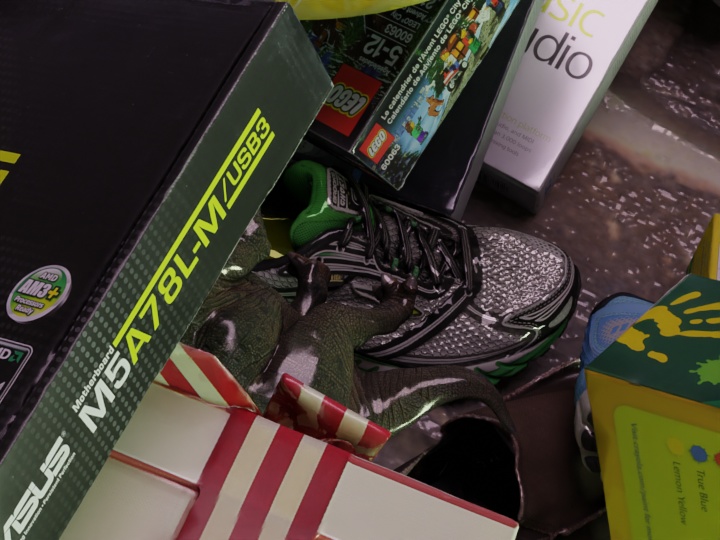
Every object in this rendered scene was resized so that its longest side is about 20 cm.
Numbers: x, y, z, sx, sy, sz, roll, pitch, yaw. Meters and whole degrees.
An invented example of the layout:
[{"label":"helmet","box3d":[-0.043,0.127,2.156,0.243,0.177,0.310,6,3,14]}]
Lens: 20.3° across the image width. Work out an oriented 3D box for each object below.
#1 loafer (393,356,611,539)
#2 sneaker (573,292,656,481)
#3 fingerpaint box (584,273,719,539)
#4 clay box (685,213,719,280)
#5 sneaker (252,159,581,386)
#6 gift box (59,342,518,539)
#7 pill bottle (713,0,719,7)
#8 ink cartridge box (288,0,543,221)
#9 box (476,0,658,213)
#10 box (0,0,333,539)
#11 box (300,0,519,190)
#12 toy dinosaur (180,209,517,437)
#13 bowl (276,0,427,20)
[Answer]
[{"label":"loafer","box3d":[0.061,0.087,0.796,0.073,0.071,0.199,42,53,20]},{"label":"sneaker","box3d":[0.181,0.040,0.803,0.198,0.079,0.090,7,45,-11]},{"label":"fingerpaint box","box3d":[0.174,0.116,0.681,0.166,0.201,0.073,15,39,40]},{"label":"clay box","box3d":[0.192,0.075,0.858,0.114,0.048,0.201,16,50,-2]},{"label":"sneaker","box3d":[0.000,0.000,0.844,0.198,0.085,0.078,3,50,-13]},{"label":"gift box","box3d":[-0.069,0.136,0.648,0.199,0.185,0.187,25,51,2]},{"label":"pill bottle","box3d":[0.160,-0.229,1.060,0.112,0.113,0.200,-24,60,-30]},{"label":"ink cartridge box","box3d":[0.031,-0.124,0.921,0.099,0.039,0.201,18,75,8]},{"label":"box","box3d":[0.070,-0.147,0.963,0.144,0.036,0.201,28,76,9]},{"label":"box","box3d":[-0.135,-0.011,0.632,0.199,0.048,0.194,12,62,35]},{"label":"box","box3d":[-0.017,-0.133,0.881,0.200,0.038,0.137,31,86,45]},{"label":"toy dinosaur","box3d":[-0.038,0.029,0.754,0.199,0.077,0.103,35,58,-16]},{"label":"bowl","box3d":[-0.001,-0.198,0.787,0.198,0.108,0.201,-10,37,8]}]
